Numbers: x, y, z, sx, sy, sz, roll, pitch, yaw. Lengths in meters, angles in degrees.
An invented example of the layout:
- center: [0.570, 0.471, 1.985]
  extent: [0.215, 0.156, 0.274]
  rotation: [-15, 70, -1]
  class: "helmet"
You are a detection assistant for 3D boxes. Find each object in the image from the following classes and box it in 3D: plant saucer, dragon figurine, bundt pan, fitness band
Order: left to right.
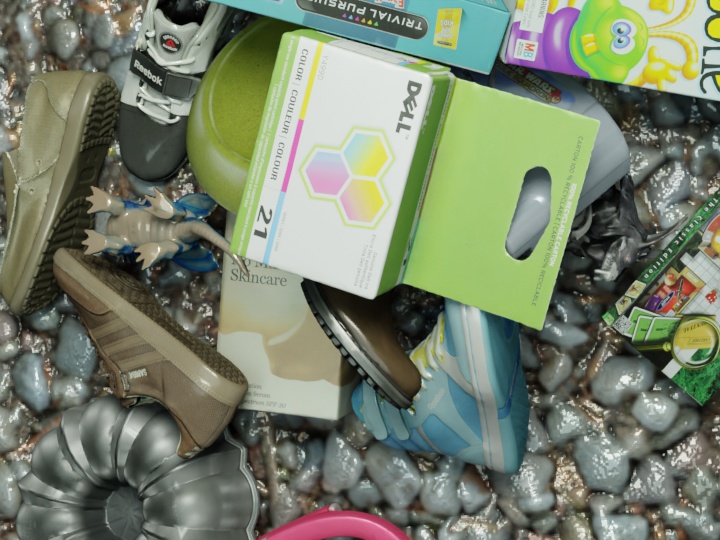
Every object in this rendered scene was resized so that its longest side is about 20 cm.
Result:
- center: [-0.180, 0.187, 1.232]
  extent: [0.199, 0.076, 0.205]
  rotation: [-2, 85, 20]
  class: "bundt pan"
- center: [-0.138, -0.029, 1.194]
  extent: [0.198, 0.099, 0.060]
  rotation: [4, 91, 35]
  class: "dragon figurine"
- center: [-0.035, -0.124, 1.136]
  extent: [0.197, 0.031, 0.202]
  rotation: [-9, 56, 13]
  class: "plant saucer"
- center: [-0.035, 0.267, 1.248]
  extent: [0.198, 0.037, 0.145]
  rotation: [-28, 91, 14]
  class: "fitness band"

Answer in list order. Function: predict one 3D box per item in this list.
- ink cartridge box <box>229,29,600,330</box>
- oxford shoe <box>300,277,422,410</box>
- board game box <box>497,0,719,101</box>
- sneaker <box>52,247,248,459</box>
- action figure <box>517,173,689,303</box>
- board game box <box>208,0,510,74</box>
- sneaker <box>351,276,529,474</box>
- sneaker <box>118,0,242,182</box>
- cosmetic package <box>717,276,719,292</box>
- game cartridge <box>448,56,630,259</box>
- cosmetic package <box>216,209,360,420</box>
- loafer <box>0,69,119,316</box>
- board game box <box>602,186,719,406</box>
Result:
- center: [0.035, -0.055, 1.021]
  extent: [0.198, 0.076, 0.150]
  rotation: [18, 102, 14]
  class: "ink cartridge box"
- center: [0.000, 0.000, 1.110]
  extent: [0.084, 0.073, 0.202]
  rotation: [-29, 73, 6]
  class: "oxford shoe"
- center: [0.194, -0.183, 1.088]
  extent: [0.197, 0.103, 0.106]
  rotation: [8, 108, -8]
  class: "board game box"
- center: [-0.173, 0.059, 1.193]
  extent: [0.199, 0.070, 0.076]
  rotation: [37, 100, 29]
  class: "sneaker"
- center: [0.128, -0.022, 1.150]
  extent: [0.198, 0.119, 0.103]
  rotation: [13, 59, 16]
  class: "action figure"
- center: [-0.010, -0.203, 1.092]
  extent: [0.197, 0.151, 0.047]
  rotation: [13, 115, -13]
  class: "board game box"
- center: [0.048, 0.070, 1.152]
  extent: [0.129, 0.080, 0.201]
  rotation: [4, 135, 18]
  class: "sneaker"
- center: [-0.144, -0.163, 1.213]
  extent: [0.073, 0.088, 0.202]
  rotation: [21, 100, 9]
  class: "sneaker"
- center: [0.370, -0.019, 1.045]
  extent: [0.164, 0.165, 0.202]
  rotation: [27, 99, -15]
  class: "cosmetic package"
- center: [0.086, -0.102, 1.128]
  extent: [0.133, 0.042, 0.200]
  rotation: [-41, 53, -13]
  class: "game cartridge"
- center: [-0.048, 0.004, 1.211]
  extent: [0.104, 0.071, 0.203]
  rotation: [4, 95, 13]
  class: "cosmetic package"
- center: [-0.244, -0.064, 1.251]
  extent: [0.067, 0.076, 0.202]
  rotation: [22, 98, 18]
  class: "loafer"
- center: [0.274, -0.008, 1.136]
  extent: [0.104, 0.023, 0.200]
  rotation: [37, 99, -24]
  class: "board game box"
